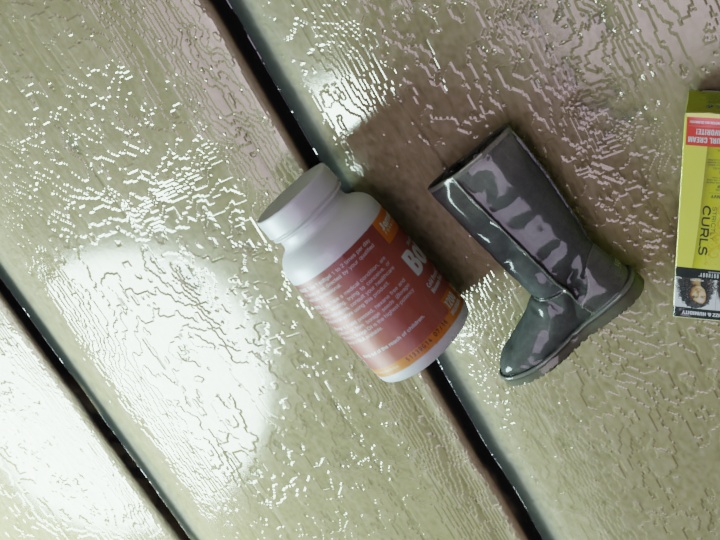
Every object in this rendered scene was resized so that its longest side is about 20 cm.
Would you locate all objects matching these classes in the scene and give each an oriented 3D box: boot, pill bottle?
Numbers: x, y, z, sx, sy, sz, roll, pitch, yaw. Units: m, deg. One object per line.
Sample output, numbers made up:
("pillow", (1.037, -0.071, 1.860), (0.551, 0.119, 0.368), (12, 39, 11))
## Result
("boot", (0.136, -0.009, 1.114), (0.200, 0.073, 0.182), (40, 112, -15))
("pill bottle", (0.000, 0.000, 1.142), (0.112, 0.112, 0.200), (-33, 106, 33))

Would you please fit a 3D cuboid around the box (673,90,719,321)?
("box", (0.310, -0.052, 1.036), (0.075, 0.050, 0.200), (6, 123, 17))
